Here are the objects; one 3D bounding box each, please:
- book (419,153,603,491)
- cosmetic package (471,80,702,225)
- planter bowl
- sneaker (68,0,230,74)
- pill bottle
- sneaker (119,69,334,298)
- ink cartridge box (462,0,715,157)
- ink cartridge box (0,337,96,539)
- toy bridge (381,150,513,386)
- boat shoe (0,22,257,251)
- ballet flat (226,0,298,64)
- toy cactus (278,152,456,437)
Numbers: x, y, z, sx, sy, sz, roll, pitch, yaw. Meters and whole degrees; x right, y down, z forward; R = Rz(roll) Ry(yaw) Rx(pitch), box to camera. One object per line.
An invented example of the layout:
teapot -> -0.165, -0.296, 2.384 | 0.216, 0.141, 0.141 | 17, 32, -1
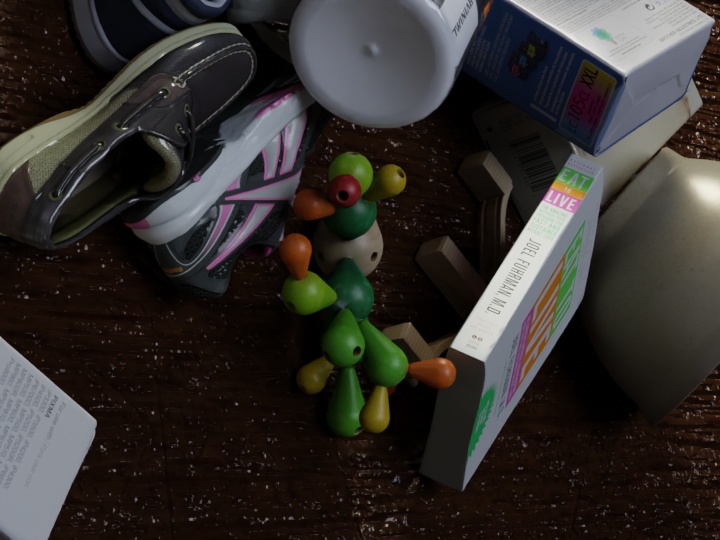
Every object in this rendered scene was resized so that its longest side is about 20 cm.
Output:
book -> 0.101, 0.031, 1.364 | 0.200, 0.048, 0.134 | -55, 163, -39
cosmetic package -> 0.176, -0.123, 1.562 | 0.200, 0.073, 0.104 | -42, 109, -47
planter bowl -> 0.234, -0.004, 1.515 | 0.135, 0.200, 0.200 | 42, 41, 7
sneaker -> -0.131, -0.227, 1.208 | 0.070, 0.108, 0.201 | -7, 82, -51
pill bottle -> 0.032, -0.180, 1.277 | 0.106, 0.106, 0.200 | 55, 32, -20
sneaker -> -0.071, -0.054, 1.256 | 0.200, 0.080, 0.087 | -44, 121, -39
ink cartridge box -> 0.131, -0.181, 1.456 | 0.200, 0.077, 0.136 | 37, 40, 19
ink cartridge box -> -0.242, 0.057, 0.940 | 0.200, 0.145, 0.084 | 45, 47, -30
toy bridge -> 0.067, 0.007, 1.419 | 0.067, 0.027, 0.201 | 51, 44, -26
boat shoe -> -0.125, -0.069, 1.153 | 0.200, 0.065, 0.073 | -39, 150, -29
ballet flat -> -0.014, -0.157, 1.366 | 0.199, 0.069, 0.070 | 21, 61, -40
toy cactus -> 0.000, 0.000, 1.275 | 0.165, 0.102, 0.201 | -90, 170, -58
